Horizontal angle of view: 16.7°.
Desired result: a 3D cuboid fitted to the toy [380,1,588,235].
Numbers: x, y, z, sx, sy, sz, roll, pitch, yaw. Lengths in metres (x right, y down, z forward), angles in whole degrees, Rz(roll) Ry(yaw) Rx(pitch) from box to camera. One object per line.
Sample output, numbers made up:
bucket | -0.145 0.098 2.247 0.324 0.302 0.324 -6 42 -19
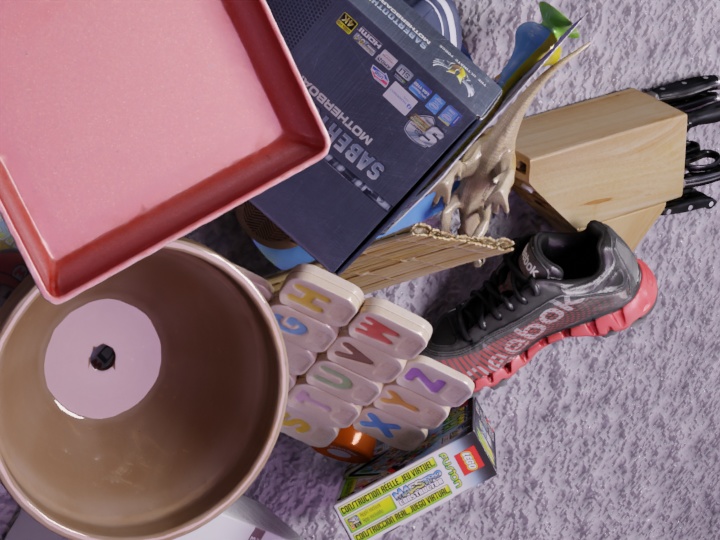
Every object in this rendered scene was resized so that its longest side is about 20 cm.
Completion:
toy | 0.063 -0.106 1.651 0.200 0.115 0.047 -44 94 -7

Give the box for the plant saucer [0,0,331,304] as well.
plant saucer | -0.144 -0.113 1.448 0.199 0.037 0.201 -30 105 -14

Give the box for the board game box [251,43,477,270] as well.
board game box | -0.008 -0.089 1.684 0.200 0.039 0.158 -29 129 -22

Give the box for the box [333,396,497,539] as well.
box | 0.041 0.139 1.725 0.110 0.200 0.035 -29 92 4

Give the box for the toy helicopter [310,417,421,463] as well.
toy helicopter | -0.030 0.063 1.688 0.200 0.132 0.079 28 69 -30

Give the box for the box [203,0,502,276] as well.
box | -0.037 -0.117 1.512 0.158 0.200 0.051 -46 -177 34

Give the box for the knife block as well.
knife block | 0.199 -0.101 1.830 0.176 0.064 0.200 -55 134 -4

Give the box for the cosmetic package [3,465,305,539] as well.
cosmetic package | -0.139 0.196 1.692 0.200 0.081 0.113 25 96 -44

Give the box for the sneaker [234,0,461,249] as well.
sneaker | -0.003 -0.102 1.601 0.200 0.070 0.109 -52 179 33

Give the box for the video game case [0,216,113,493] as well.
video game case | -0.228 0.022 1.571 0.182 0.023 0.200 -49 133 -9

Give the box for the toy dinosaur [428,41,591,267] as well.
toy dinosaur | 0.089 -0.074 1.703 0.101 0.058 0.200 -59 174 -51

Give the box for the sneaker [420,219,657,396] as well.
sneaker | 0.113 0.024 1.785 0.200 0.071 0.098 -24 135 5

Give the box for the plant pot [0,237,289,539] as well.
plant pot | -0.153 0.067 1.559 0.200 0.093 0.202 -6 105 -22

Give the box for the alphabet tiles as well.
alphabet tiles | -0.032 0.060 1.620 0.195 0.200 0.015 26 58 -10

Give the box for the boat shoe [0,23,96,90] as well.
boat shoe | -0.219 -0.137 1.465 0.200 0.072 0.062 -31 123 -22

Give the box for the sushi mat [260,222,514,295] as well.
sushi mat | 0.000 0.000 1.645 0.095 0.200 0.012 11 69 -43
